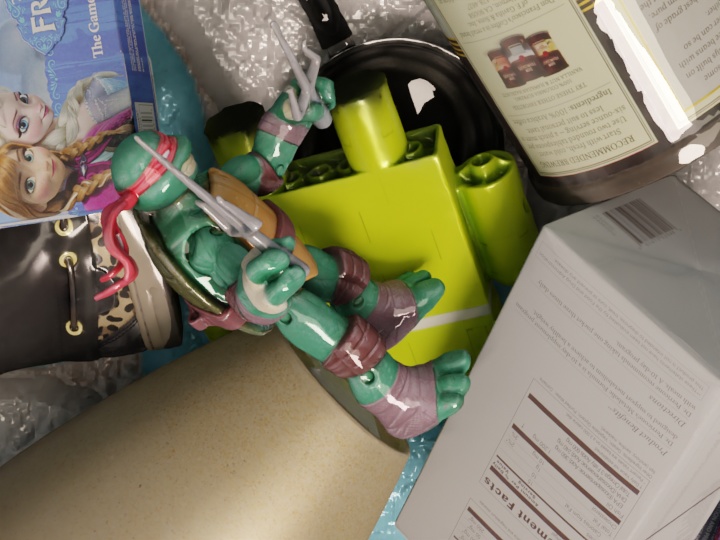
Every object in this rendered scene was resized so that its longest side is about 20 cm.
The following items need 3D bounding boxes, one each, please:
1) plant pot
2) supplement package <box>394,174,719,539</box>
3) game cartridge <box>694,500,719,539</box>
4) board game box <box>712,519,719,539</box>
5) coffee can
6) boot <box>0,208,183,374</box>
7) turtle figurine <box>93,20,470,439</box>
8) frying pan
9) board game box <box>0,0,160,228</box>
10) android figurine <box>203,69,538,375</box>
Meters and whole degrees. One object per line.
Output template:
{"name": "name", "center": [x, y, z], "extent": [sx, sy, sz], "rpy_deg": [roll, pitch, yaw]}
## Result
{"name": "plant pot", "center": [-0.077, 0.123, 0.747], "extent": [0.200, 0.187, 0.187], "rpy_deg": [-43, 108, 7]}
{"name": "supplement package", "center": [0.117, 0.075, 0.749], "extent": [0.113, 0.109, 0.201], "rpy_deg": [-20, 143, -44]}
{"name": "game cartridge", "center": [0.203, 0.127, 0.829], "extent": [0.132, 0.041, 0.201], "rpy_deg": [22, 121, 8]}
{"name": "board game box", "center": [0.230, 0.200, 0.824], "extent": [0.119, 0.032, 0.202], "rpy_deg": [17, 120, 13]}
{"name": "coffee can", "center": [0.094, -0.153, 0.712], "extent": [0.146, 0.146, 0.201], "rpy_deg": [-33, 108, 3]}
{"name": "boot", "center": [-0.181, -0.034, 0.750], "extent": [0.149, 0.073, 0.202], "rpy_deg": [-18, 112, -1]}
{"name": "turtle figurine", "center": [-0.037, -0.016, 0.659], "extent": [0.100, 0.151, 0.200], "rpy_deg": [-26, 130, 29]}
{"name": "frying pan", "center": [-0.012, -0.084, 0.777], "extent": [0.190, 0.031, 0.115], "rpy_deg": [39, 100, -16]}
{"name": "board game box", "center": [-0.197, -0.115, 0.688], "extent": [0.197, 0.043, 0.202], "rpy_deg": [-8, 93, 11]}
{"name": "android figurine", "center": [0.000, 0.000, 0.774], "extent": [0.180, 0.041, 0.201], "rpy_deg": [-15, 123, 15]}
